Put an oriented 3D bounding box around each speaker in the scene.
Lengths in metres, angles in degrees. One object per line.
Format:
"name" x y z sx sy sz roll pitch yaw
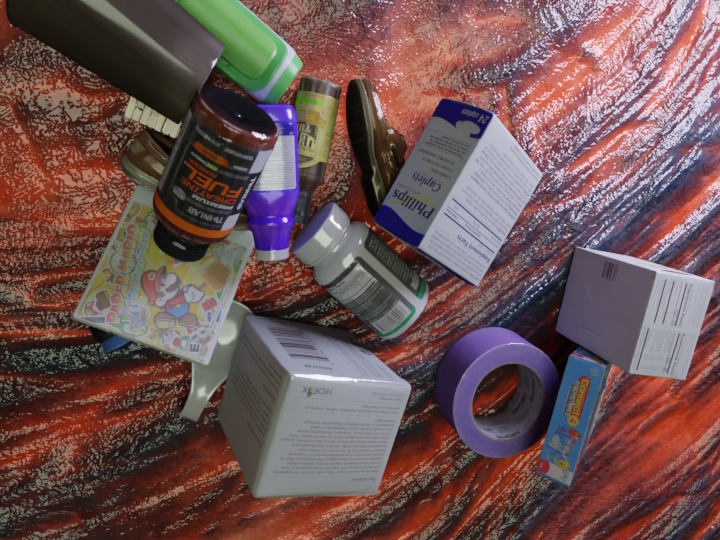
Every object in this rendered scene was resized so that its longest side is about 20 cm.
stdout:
"speaker" -0.175 -0.311 0.736 0.199 0.088 0.089 37 92 -18

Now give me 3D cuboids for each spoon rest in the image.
"spoon rest" -0.222 0.139 0.838 0.098 0.061 0.203 23 97 -17

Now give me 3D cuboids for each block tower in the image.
"block tower" -0.215 -0.193 0.769 0.197 0.058 0.055 23 96 -19

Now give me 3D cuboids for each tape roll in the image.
"tape roll" 0.233 0.206 0.953 0.196 0.085 0.205 -3 102 -12

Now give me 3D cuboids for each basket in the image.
"basket" -0.270 -0.276 0.645 0.198 0.180 0.138 33 82 -24

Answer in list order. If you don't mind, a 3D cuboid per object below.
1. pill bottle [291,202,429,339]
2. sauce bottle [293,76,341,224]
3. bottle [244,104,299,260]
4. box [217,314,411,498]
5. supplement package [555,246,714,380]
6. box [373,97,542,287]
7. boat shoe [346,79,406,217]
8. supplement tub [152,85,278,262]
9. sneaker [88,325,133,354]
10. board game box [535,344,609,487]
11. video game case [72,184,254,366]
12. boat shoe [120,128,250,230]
"pill bottle" 0.000 0.000 0.833 0.200 0.113 0.113 42 90 -18
"sauce bottle" -0.075 -0.169 0.803 0.063 0.065 0.204 8 99 -15
"bottle" -0.122 -0.117 0.747 0.082 0.065 0.204 -3 105 -10
"box" -0.073 0.189 0.793 0.197 0.198 0.175 13 100 -32
"supplement package" 0.434 0.061 0.907 0.109 0.200 0.159 9 100 -15
"box" 0.144 -0.107 0.811 0.183 0.104 0.202 27 95 -48
"boat shoe" 0.030 -0.181 0.822 0.067 0.072 0.204 -19 115 -16
"supplement tub" -0.184 -0.108 0.675 0.105 0.108 0.201 24 118 -17
"sneaker" -0.289 0.038 0.794 0.198 0.070 0.079 -29 90 -17
"board game box" 0.369 0.230 0.943 0.055 0.195 0.204 18 101 28
"video game case" -0.258 0.005 0.762 0.179 0.023 0.203 22 68 -12
"boat shoe" -0.225 -0.123 0.765 0.198 0.076 0.072 28 109 -19
